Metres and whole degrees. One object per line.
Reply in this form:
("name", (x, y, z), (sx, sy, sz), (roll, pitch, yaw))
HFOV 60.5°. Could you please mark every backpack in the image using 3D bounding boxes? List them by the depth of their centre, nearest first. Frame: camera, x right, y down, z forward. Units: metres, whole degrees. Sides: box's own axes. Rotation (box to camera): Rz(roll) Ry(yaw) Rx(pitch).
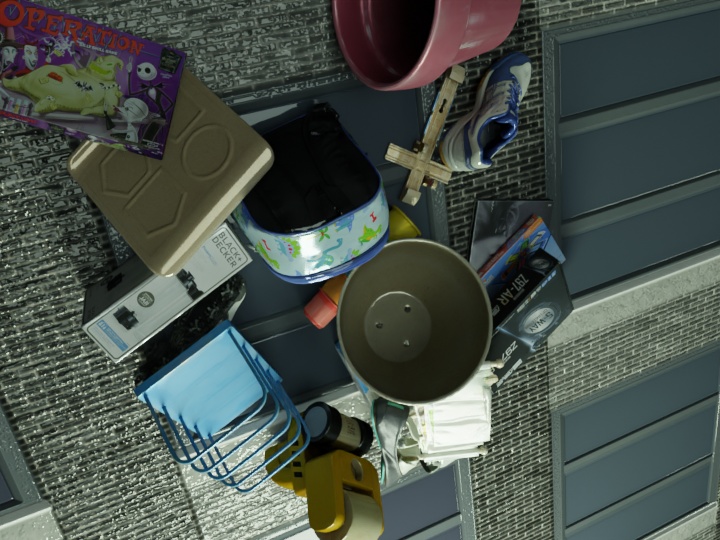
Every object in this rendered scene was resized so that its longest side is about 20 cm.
("backpack", (-0.060, -0.076, 0.746), (0.180, 0.201, 0.149), (-25, 136, -14))

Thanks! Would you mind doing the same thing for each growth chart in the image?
("growth chart", (0.139, 0.220, 0.949), (0.141, 0.018, 0.204), (1, 119, 1))

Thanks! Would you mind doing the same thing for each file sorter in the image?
("file sorter", (-0.163, 0.187, 0.793), (0.138, 0.123, 0.201), (-36, 150, -7))

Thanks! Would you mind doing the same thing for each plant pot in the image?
("plant pot", (0.089, -0.325, 0.738), (0.176, 0.199, 0.205), (-16, 115, -34))

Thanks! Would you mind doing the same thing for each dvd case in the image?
("dvd case", (0.236, -0.014, 1.001), (0.146, 0.016, 0.205), (-3, 110, -23))

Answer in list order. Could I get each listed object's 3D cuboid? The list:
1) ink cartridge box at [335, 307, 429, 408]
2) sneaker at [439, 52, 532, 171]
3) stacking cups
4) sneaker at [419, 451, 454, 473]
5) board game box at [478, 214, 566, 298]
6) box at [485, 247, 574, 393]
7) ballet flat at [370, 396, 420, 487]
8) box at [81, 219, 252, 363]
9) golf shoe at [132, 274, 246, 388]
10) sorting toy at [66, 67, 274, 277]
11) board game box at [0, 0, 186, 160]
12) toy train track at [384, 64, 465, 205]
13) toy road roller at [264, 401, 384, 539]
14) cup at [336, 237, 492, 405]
("ink cartridge box", (0.074, 0.115, 0.948), (0.198, 0.067, 0.117), (-33, 118, -10))
("sneaker", (0.196, -0.216, 0.857), (0.075, 0.088, 0.202), (39, 79, -35))
("stacking cups", (0.000, 0.000, 0.886), (0.200, 0.061, 0.060), (-47, 119, 3))
("sneaker", (0.143, 0.238, 1.023), (0.087, 0.074, 0.204), (-12, 122, -19))
("board game box", (0.238, 0.017, 0.992), (0.200, 0.019, 0.103), (-45, 121, -3))
("box", (0.246, 0.085, 0.980), (0.200, 0.043, 0.161), (-44, 140, -5))
("ballet flat", (0.057, 0.264, 0.927), (0.072, 0.073, 0.203), (-21, 132, -15))
("box", (-0.235, 0.007, 0.748), (0.199, 0.117, 0.061), (-38, 119, -7))
("golf shoe", (-0.211, 0.092, 0.825), (0.201, 0.078, 0.094), (-50, 140, -1))
("sorting toy", (-0.216, -0.120, 0.699), (0.186, 0.200, 0.036), (-47, 162, 0))
("board game box", (-0.296, -0.203, 0.653), (0.196, 0.032, 0.123), (13, 75, -16))
("toy train track", (0.105, -0.189, 0.872), (0.113, 0.032, 0.204), (15, 101, -27))
("toy road roller", (-0.058, 0.302, 0.894), (0.144, 0.203, 0.122), (-28, 142, 22))
("cup", (0.060, 0.070, 0.824), (0.195, 0.143, 0.205), (1, 82, -7))
